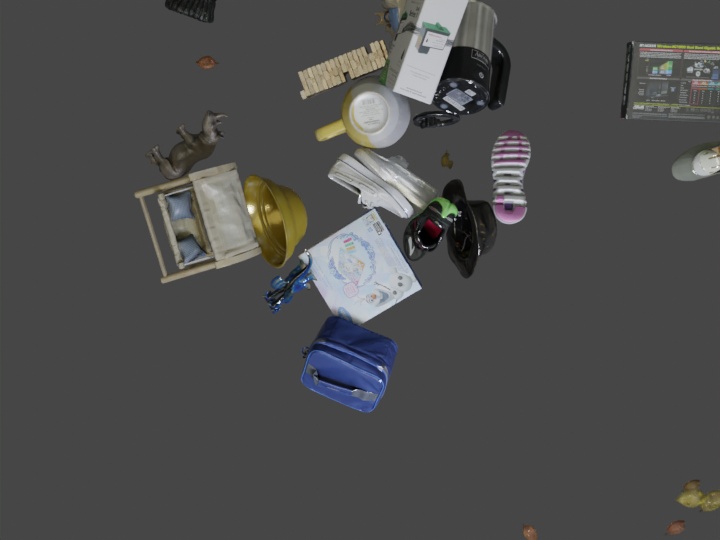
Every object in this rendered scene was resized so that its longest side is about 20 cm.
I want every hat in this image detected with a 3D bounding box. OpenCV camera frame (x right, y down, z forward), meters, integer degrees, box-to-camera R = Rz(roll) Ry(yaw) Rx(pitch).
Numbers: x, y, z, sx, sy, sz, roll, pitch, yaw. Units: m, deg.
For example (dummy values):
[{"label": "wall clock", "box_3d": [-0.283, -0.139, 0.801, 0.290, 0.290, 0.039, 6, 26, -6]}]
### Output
[{"label": "hat", "box_3d": [0.233, -0.089, 1.678, 0.080, 0.201, 0.204, -9, 100, -12]}]

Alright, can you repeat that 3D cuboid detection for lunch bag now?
[{"label": "lunch bag", "box_3d": [-0.033, 0.202, 1.745, 0.197, 0.133, 0.137, 21, 131, 2]}]

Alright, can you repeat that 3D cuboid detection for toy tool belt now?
[{"label": "toy tool belt", "box_3d": [0.091, -0.512, 1.648, 0.123, 0.123, 0.203, -9, 112, -8]}]

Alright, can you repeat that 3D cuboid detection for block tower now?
[{"label": "block tower", "box_3d": [-0.035, -0.415, 1.695, 0.198, 0.054, 0.059, -21, 97, 9]}]

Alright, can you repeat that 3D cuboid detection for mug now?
[{"label": "mug", "box_3d": [0.014, -0.304, 1.660, 0.149, 0.153, 0.187, 37, 102, -2]}]

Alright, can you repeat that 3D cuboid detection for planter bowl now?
[{"label": "planter bowl", "box_3d": [-0.167, -0.113, 1.726, 0.083, 0.200, 0.203, -19, 100, -27]}]

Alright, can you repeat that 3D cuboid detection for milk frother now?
[{"label": "milk frother", "box_3d": [0.185, -0.398, 1.643, 0.198, 0.180, 0.191, -7, 63, 35]}]

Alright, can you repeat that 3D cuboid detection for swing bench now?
[{"label": "swing bench", "box_3d": [-0.337, -0.101, 1.728, 0.197, 0.130, 0.202, -14, 97, 20]}]

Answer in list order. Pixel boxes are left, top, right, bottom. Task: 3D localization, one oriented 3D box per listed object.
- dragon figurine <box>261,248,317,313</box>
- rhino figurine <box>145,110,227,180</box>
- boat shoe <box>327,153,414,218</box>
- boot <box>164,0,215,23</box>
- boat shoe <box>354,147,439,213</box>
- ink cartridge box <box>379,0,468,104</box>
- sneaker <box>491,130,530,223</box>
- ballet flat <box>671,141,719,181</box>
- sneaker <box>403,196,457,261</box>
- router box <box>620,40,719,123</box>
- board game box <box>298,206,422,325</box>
[{"label": "dragon figurine", "box_3d": [-0.150, 0.030, 1.744, 0.099, 0.200, 0.059, -36, 84, -27]}, {"label": "rhino figurine", "box_3d": [-0.361, -0.271, 1.751, 0.199, 0.060, 0.088, -36, 105, 8]}, {"label": "boat shoe", "box_3d": [0.020, -0.161, 1.714, 0.199, 0.074, 0.066, 37, 80, 15]}, {"label": "boot", "box_3d": [-0.288, -0.582, 1.674, 0.208, 0.079, 0.160, 16, 95, 13]}, {"label": "boat shoe", "box_3d": [0.079, -0.202, 1.719, 0.199, 0.072, 0.069, 37, 81, 5]}, {"label": "ink cartridge box", "box_3d": [0.116, -0.431, 1.538, 0.083, 0.146, 0.202, 15, 107, -15]}, {"label": "sneaker", "box_3d": [0.305, -0.187, 1.694, 0.079, 0.089, 0.203, 5, 79, 5]}, {"label": "ballet flat", "box_3d": [0.729, -0.229, 1.646, 0.197, 0.064, 0.068, -16, 98, 9]}, {"label": "sneaker", "box_3d": [0.130, -0.074, 1.688, 0.076, 0.084, 0.201, 31, 146, 1]}, {"label": "router box", "box_3d": [0.625, -0.374, 1.630, 0.197, 0.062, 0.152, 4, 102, 5]}, {"label": "board game box", "box_3d": [0.000, 0.000, 1.772, 0.197, 0.043, 0.202, -30, 96, 10]}]
